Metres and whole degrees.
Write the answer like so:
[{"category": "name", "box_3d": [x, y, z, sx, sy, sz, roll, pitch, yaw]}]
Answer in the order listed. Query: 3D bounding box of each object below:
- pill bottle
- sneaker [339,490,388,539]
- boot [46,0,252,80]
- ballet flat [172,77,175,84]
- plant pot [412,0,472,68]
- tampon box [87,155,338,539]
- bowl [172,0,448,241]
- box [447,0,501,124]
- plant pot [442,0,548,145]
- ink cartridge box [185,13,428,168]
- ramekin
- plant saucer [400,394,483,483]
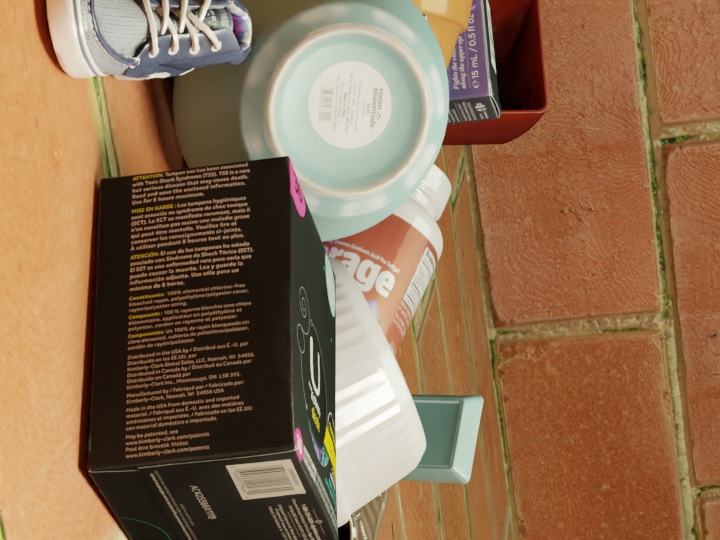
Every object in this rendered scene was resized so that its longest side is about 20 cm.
[{"category": "pill bottle", "box_3d": [0.000, 0.000, 1.717, 0.112, 0.112, 0.201, 69, 41, -59]}, {"category": "sneaker", "box_3d": [-0.015, 0.205, 1.839, 0.076, 0.070, 0.201, 71, 15, -52]}, {"category": "boot", "box_3d": [-0.126, -0.156, 1.277, 0.200, 0.090, 0.073, -26, 110, -81]}, {"category": "ballet flat", "box_3d": [-0.115, -0.187, 1.467, 0.068, 0.062, 0.201, -88, 168, -45]}, {"category": "plant pot", "box_3d": [-0.006, -0.190, 1.804, 0.200, 0.199, 0.141, 16, 79, -81]}, {"category": "tampon box", "box_3d": [-0.086, 0.057, 1.279, 0.150, 0.126, 0.201, 71, 15, -59]}, {"category": "bowl", "box_3d": [-0.021, -0.111, 1.415, 0.105, 0.200, 0.202, -147, -132, -73]}, {"category": "box", "box_3d": [0.025, -0.212, 1.952, 0.104, 0.199, 0.149, 44, 39, -79]}, {"category": "plant pot", "box_3d": [0.144, -0.270, 2.877, 0.176, 0.199, 0.201, 97, -9, -68]}, {"category": "ink cartridge box", "box_3d": [-0.035, -0.121, 1.549, 0.200, 0.094, 0.044, -56, 152, -25]}, {"category": "ramekin", "box_3d": [-0.026, 0.081, 1.541, 0.203, 0.094, 0.202, 63, -7, 13]}, {"category": "plant saucer", "box_3d": [0.004, 0.128, 1.632, 0.019, 0.199, 0.070, 30, 65, -50]}]
